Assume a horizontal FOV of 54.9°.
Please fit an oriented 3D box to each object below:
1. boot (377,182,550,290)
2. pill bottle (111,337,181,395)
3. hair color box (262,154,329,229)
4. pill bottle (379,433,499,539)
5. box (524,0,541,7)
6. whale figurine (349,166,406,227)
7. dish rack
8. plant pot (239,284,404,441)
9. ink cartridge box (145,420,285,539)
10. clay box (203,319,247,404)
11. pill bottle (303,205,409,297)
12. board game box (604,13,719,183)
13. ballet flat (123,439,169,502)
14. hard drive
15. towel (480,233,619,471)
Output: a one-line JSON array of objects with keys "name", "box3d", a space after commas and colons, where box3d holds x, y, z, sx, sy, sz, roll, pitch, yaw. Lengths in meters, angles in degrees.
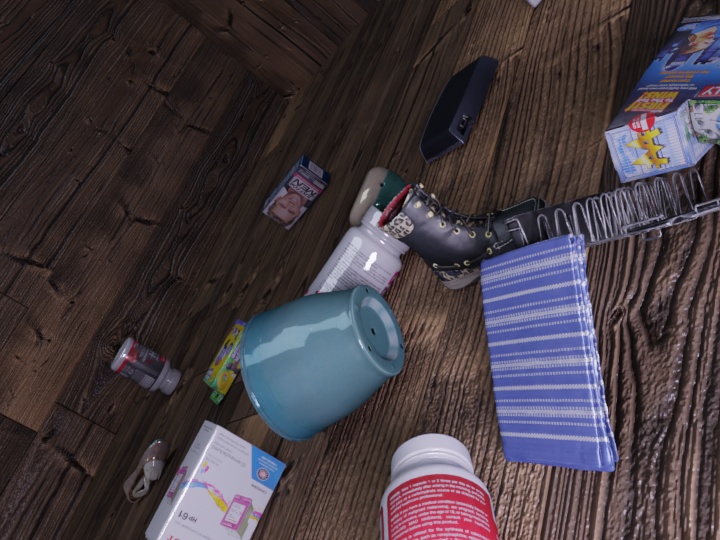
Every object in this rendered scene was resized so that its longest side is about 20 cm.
[{"name": "boot", "box3d": [0.130, -0.062, 0.902, 0.203, 0.152, 0.075, -35, 28, 46]}, {"name": "pill bottle", "box3d": [-0.663, 0.305, 2.158, 0.111, 0.198, 0.112, -45, 23, 25]}, {"name": "hair color box", "box3d": [-0.183, -0.218, 1.963, 0.200, 0.099, 0.061, -44, 24, 32]}, {"name": "pill bottle", "box3d": [0.072, 0.253, 0.625, 0.112, 0.111, 0.202, -46, 22, 25]}, {"name": "box", "box3d": [0.331, -0.632, 1.293, 0.201, 0.151, 0.107, -48, 22, 21]}, {"name": "whale figurine", "box3d": [0.035, -0.101, 1.310, 0.201, 0.102, 0.162, 109, -177, -61]}, {"name": "dish rack", "box3d": [0.249, -0.054, 0.643, 0.150, 0.056, 0.199, -17, 0, -30]}, {"name": "plant pot", "box3d": [-0.042, 0.120, 1.010, 0.185, 0.201, 0.202, -27, 31, 26]}, {"name": "ink cartridge box", "box3d": [-0.232, 0.370, 1.119, 0.084, 0.143, 0.203, -8, 51, 62]}, {"name": "clay box", "box3d": [-0.325, 0.223, 1.707, 0.203, 0.047, 0.114, -61, 19, -12]}, {"name": "pill bottle", "box3d": [0.000, 0.000, 1.176, 0.202, 0.112, 0.113, -55, 20, 5]}, {"name": "board game box", "box3d": [0.329, -0.157, 0.628, 0.199, 0.062, 0.199, -42, 29, -14]}, {"name": "ballet flat", "box3d": [-0.540, 0.519, 1.766, 0.202, 0.067, 0.068, -55, 38, 23]}, {"name": "hard drive", "box3d": [0.183, -0.310, 1.317, 0.134, 0.042, 0.203, -20, 41, 60]}, {"name": "towel", "box3d": [0.169, 0.079, 0.647, 0.144, 0.023, 0.206, -21, 72, 61]}]
